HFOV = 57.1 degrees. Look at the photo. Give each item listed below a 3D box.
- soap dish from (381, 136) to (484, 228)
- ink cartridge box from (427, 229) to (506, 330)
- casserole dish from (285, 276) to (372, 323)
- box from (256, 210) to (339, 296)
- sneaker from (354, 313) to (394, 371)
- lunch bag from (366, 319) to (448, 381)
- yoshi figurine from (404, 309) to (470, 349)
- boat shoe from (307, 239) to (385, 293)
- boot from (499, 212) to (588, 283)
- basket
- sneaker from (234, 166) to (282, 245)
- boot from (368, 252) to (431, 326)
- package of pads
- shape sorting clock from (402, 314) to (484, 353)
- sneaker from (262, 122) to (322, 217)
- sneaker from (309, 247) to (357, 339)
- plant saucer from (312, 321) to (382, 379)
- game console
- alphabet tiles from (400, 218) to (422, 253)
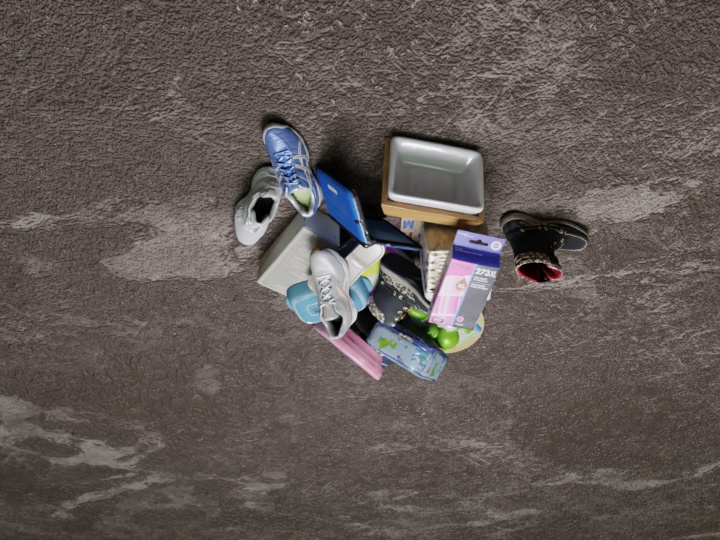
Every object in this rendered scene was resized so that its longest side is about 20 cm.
[{"bbox_3d":[0.136,-0.165,1.265,0.199,0.158,0.081,9,151,-9],"label":"soap dish"},{"bbox_3d":[0.199,0.022,1.250,0.094,0.037,0.200,11,122,-6],"label":"ink cartridge box"},{"bbox_3d":[-0.071,0.065,1.470,0.200,0.039,0.121,-15,136,13],"label":"casserole dish"},{"bbox_3d":[-0.135,-0.039,1.437,0.095,0.078,0.200,27,129,-25],"label":"box"},{"bbox_3d":[0.021,0.189,1.671,0.108,0.070,0.200,-29,131,24],"label":"sneaker"},{"bbox_3d":[0.109,0.180,1.536,0.161,0.083,0.200,29,178,27],"label":"lunch bag"},{"bbox_3d":[0.163,0.127,1.550,0.200,0.113,0.112,20,139,-14],"label":"yoshi figurine"},{"bbox_3d":[-0.026,-0.017,1.388,0.200,0.063,0.073,-34,110,26],"label":"boat shoe"},{"bbox_3d":[0.394,-0.040,1.381,0.200,0.151,0.073,14,133,-13],"label":"boot"},{"bbox_3d":[0.191,-0.048,1.337,0.135,0.200,0.124,-2,130,2],"label":"basket"},{"bbox_3d":[-0.214,-0.114,1.348,0.078,0.100,0.200,16,133,-15],"label":"sneaker"},{"bbox_3d":[0.109,0.073,1.412,0.203,0.073,0.154,39,139,17],"label":"boot"},{"bbox_3d":[0.000,0.000,1.482,0.200,0.068,0.154,-31,128,26],"label":"package of pads"},{"bbox_3d":[0.203,0.128,1.628,0.199,0.039,0.200,1,125,2],"label":"shape sorting clock"},{"bbox_3d":[-0.126,-0.192,1.273,0.076,0.077,0.200,-22,120,12],"label":"sneaker"},{"bbox_3d":[-0.058,0.050,1.342,0.076,0.092,0.200,-9,119,19],"label":"sneaker"},{"bbox_3d":[-0.022,0.174,1.545,0.051,0.200,0.201,-51,125,-7],"label":"plant saucer"},{"bbox_3d":[0.015,-0.123,1.289,0.118,0.200,0.171,-24,119,-13],"label":"game console"},{"bbox_3d":[0.170,-0.110,1.415,0.166,0.006,0.200,1,135,-1],"label":"alphabet tiles"}]
